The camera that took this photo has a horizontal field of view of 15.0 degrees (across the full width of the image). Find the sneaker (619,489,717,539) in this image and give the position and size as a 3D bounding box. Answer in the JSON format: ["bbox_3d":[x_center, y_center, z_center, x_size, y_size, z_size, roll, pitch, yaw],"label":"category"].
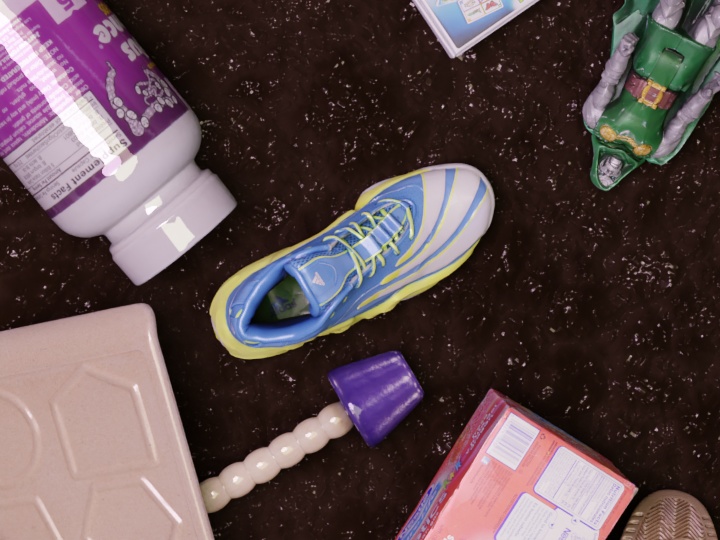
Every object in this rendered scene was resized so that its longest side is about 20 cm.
[{"bbox_3d":[0.187,0.249,1.773,0.070,0.109,0.201,8,64,-2],"label":"sneaker"}]

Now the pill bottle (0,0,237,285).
[{"bbox_3d":[-0.169,-0.093,1.689,0.112,0.112,0.200,-39,97,0],"label":"pill bottle"}]

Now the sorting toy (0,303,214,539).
[{"bbox_3d":[-0.180,0.131,1.713,0.185,0.036,0.201,-11,93,28],"label":"sorting toy"}]

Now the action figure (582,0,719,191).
[{"bbox_3d":[0.194,-0.135,1.719,0.118,0.055,0.200,25,117,-1],"label":"action figure"}]

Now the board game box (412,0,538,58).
[{"bbox_3d":[0.105,-0.242,1.736,0.200,0.035,0.126,-34,96,-1],"label":"board game box"}]

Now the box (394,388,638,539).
[{"bbox_3d":[0.077,0.188,1.739,0.102,0.095,0.200,31,92,-6],"label":"box"}]

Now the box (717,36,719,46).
[{"bbox_3d":[0.310,-0.148,1.757,0.200,0.041,0.119,42,91,-4],"label":"box"}]

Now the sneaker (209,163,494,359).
[{"bbox_3d":[0.000,0.000,1.712,0.200,0.105,0.076,-32,96,-1],"label":"sneaker"}]

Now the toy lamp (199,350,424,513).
[{"bbox_3d":[-0.052,0.116,1.743,0.200,0.058,0.058,-31,96,-2],"label":"toy lamp"}]
